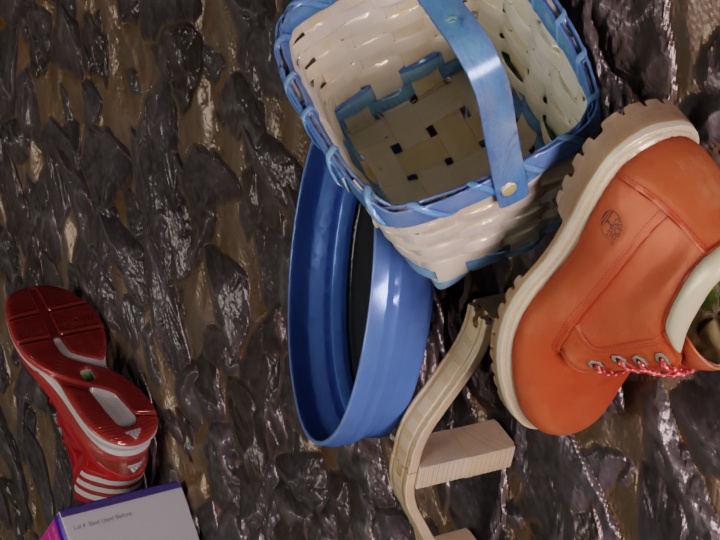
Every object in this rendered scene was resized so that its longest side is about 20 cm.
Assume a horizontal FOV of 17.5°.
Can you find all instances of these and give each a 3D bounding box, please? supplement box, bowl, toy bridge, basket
[{"bbox_3d":[-0.195,0.250,1.796,0.103,0.101,0.200,69,153,17],"label":"supplement box"},{"bbox_3d":[0.000,0.000,1.321,0.201,0.039,0.201,-175,90,-75],"label":"bowl"},{"bbox_3d":[0.050,0.101,1.291,0.027,0.067,0.200,52,143,42],"label":"toy bridge"},{"bbox_3d":[0.033,-0.103,1.139,0.176,0.139,0.200,61,179,31],"label":"basket"}]

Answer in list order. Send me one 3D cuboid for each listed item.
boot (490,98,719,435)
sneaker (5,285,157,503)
[{"bbox_3d":[0.127,0.028,1.110,0.107,0.075,0.200,54,144,31],"label":"boot"},{"bbox_3d":[-0.228,0.109,1.835,0.200,0.078,0.116,54,143,42],"label":"sneaker"}]
